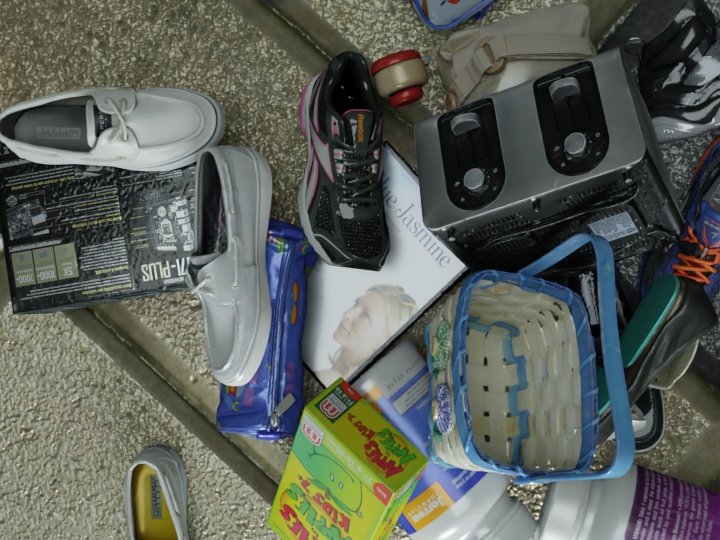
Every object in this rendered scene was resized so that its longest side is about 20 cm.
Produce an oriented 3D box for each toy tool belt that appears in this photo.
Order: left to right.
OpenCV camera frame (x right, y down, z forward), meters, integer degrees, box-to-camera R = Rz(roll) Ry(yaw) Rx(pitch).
[{"bbox_3d":[0.118,-0.148,0.975,0.196,0.125,0.125,-16,89,-5],"label":"toy tool belt"}]

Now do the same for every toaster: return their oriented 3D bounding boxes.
[{"bbox_3d":[0.159,-0.070,0.906,0.178,0.200,0.121,-17,64,21],"label":"toaster"}]

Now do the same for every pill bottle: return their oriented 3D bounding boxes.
[{"bbox_3d":[0.063,0.172,0.993,0.112,0.112,0.201,-40,85,6],"label":"pill bottle"},{"bbox_3d":[0.255,0.233,0.967,0.197,0.112,0.114,19,93,7],"label":"pill bottle"}]

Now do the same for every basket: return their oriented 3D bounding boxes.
[{"bbox_3d":[0.134,0.084,0.875,0.137,0.199,0.180,11,66,-31],"label":"basket"}]

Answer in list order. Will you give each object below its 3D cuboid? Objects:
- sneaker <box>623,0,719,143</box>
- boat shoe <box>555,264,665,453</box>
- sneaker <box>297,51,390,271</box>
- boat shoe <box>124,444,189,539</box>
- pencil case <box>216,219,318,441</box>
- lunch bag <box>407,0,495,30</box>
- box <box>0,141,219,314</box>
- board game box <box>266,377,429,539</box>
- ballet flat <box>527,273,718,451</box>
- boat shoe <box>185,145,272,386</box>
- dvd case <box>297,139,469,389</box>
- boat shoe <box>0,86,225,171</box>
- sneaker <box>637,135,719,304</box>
[{"bbox_3d":[0.329,-0.190,0.971,0.197,0.075,0.116,-18,90,10],"label":"sneaker"},{"bbox_3d":[0.220,0.067,0.996,0.073,0.062,0.204,-17,89,6],"label":"boat shoe"},{"bbox_3d":[-0.013,-0.100,0.978,0.079,0.086,0.204,-5,69,-21],"label":"sneaker"},{"bbox_3d":[-0.187,0.270,1.040,0.073,0.086,0.206,-4,89,8],"label":"boat shoe"},{"bbox_3d":[-0.081,0.056,1.006,0.077,0.086,0.204,6,90,-27],"label":"pencil case"},{"bbox_3d":[0.099,-0.313,0.979,0.198,0.076,0.161,-34,126,8],"label":"lunch bag"},{"bbox_3d":[-0.227,-0.055,1.043,0.196,0.086,0.167,-10,88,8],"label":"box"},{"bbox_3d":[-0.016,0.192,0.963,0.101,0.202,0.047,40,52,18],"label":"board game box"},{"bbox_3d":[0.226,0.095,0.942,0.068,0.068,0.201,34,108,-19],"label":"ballet flat"},{"bbox_3d":[-0.116,-0.005,0.945,0.071,0.068,0.204,8,91,43],"label":"boat shoe"},{"bbox_3d":[0.000,0.000,1.047,0.200,0.018,0.143,-43,84,6],"label":"dvd case"},{"bbox_3d":[-0.217,-0.126,0.966,0.196,0.066,0.074,3,90,8],"label":"boat shoe"},{"bbox_3d":[0.298,-0.032,0.976,0.074,0.078,0.203,21,93,8],"label":"sneaker"}]
